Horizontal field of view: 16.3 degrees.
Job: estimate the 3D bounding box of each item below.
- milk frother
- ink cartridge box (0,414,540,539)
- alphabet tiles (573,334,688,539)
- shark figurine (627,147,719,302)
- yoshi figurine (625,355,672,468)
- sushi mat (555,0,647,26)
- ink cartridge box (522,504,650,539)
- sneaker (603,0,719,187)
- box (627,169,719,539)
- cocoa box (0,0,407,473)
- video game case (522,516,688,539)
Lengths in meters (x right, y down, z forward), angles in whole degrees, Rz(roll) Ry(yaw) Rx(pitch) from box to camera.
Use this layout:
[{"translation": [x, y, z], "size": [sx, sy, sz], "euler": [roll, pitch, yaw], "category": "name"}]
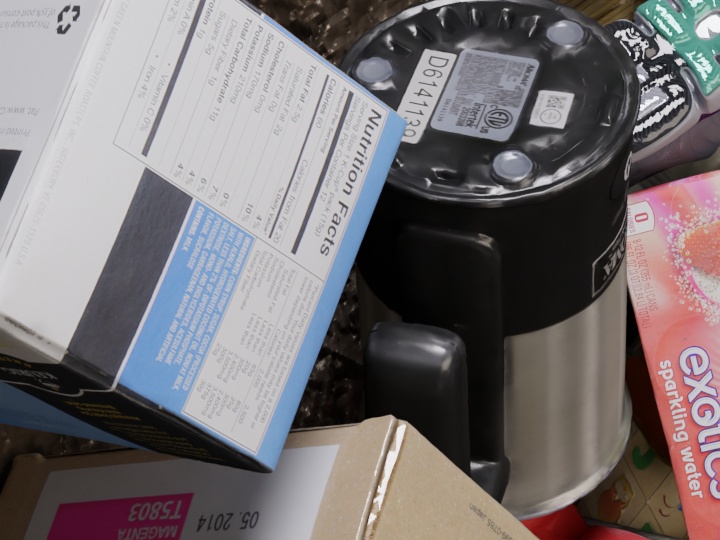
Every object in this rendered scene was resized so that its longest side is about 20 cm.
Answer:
[{"translation": [0.000, 0.000, 0.996], "size": [0.181, 0.200, 0.188], "euler": [-47, 148, -34], "category": "milk frother"}, {"translation": [-0.021, 0.131, 0.926], "size": [0.165, 0.200, 0.075], "euler": [41, 55, -37], "category": "ink cartridge box"}, {"translation": [0.144, 0.123, 1.212], "size": [0.200, 0.006, 0.167], "euler": [-47, 123, -29], "category": "alphabet tiles"}, {"translation": [0.162, -0.094, 1.136], "size": [0.128, 0.089, 0.215], "euler": [-24, 121, -42], "category": "shark figurine"}, {"translation": [0.207, 0.002, 1.152], "size": [0.112, 0.200, 0.112], "euler": [42, 23, -9], "category": "yoshi figurine"}, {"translation": [0.091, -0.103, 1.137], "size": [0.200, 0.012, 0.096], "euler": [-35, 117, -34], "category": "sushi mat"}, {"translation": [0.102, 0.194, 1.080], "size": [0.116, 0.067, 0.200], "euler": [-38, 101, -14], "category": "ink cartridge box"}, {"translation": [0.161, -0.098, 1.069], "size": [0.200, 0.075, 0.088], "euler": [-29, 160, -9], "category": "sneaker"}, {"translation": [0.181, 0.054, 1.060], "size": [0.095, 0.102, 0.201], "euler": [-7, 84, -76], "category": "box"}, {"translation": [-0.110, -0.025, 0.834], "size": [0.131, 0.200, 0.134], "euler": [33, 72, -40], "category": "cocoa box"}, {"translation": [0.096, 0.215, 1.160], "size": [0.182, 0.023, 0.201], "euler": [16, 85, -41], "category": "video game case"}]
